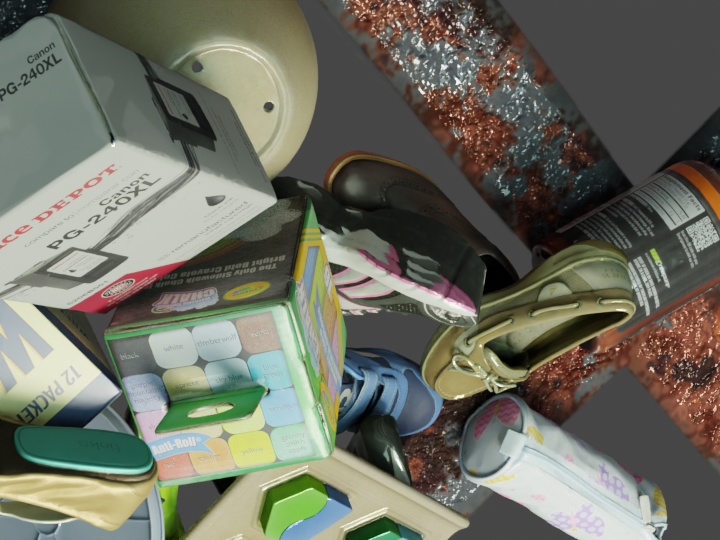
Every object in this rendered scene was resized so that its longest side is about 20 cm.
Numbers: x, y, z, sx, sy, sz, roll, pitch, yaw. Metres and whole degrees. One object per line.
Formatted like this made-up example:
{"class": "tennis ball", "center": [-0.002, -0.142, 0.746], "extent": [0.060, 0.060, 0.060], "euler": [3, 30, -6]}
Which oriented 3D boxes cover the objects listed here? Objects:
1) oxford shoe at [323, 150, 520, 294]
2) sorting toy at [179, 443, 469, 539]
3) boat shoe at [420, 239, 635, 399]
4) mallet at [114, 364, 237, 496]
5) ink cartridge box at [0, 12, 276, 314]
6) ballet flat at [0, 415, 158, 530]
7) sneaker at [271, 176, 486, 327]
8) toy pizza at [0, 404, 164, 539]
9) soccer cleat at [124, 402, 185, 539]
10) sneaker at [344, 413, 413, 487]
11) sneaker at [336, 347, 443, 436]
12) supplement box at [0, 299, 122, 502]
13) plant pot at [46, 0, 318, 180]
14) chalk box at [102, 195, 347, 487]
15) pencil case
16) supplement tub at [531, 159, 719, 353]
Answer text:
{"class": "oxford shoe", "center": [0.058, -0.026, 1.075], "extent": [0.200, 0.073, 0.071], "euler": [32, 95, -28]}
{"class": "sorting toy", "center": [-0.042, 0.218, 1.034], "extent": [0.185, 0.037, 0.200], "euler": [33, 113, -33]}
{"class": "boat shoe", "center": [0.125, 0.053, 1.058], "extent": [0.200, 0.063, 0.073], "euler": [-34, 133, 30]}
{"class": "mallet", "center": [-0.117, 0.129, 1.087], "extent": [0.066, 0.041, 0.200], "euler": [-34, 122, -3]}
{"class": "ink cartridge box", "center": [-0.159, -0.050, 0.774], "extent": [0.145, 0.200, 0.084], "euler": [-31, 75, 15]}
{"class": "ballet flat", "center": [-0.216, 0.115, 0.798], "extent": [0.199, 0.069, 0.063], "euler": [18, 116, -25]}
{"class": "sneaker", "center": [0.000, 0.000, 1.031], "extent": [0.080, 0.199, 0.087], "euler": [-49, 157, -46]}
{"class": "toy pizza", "center": [-0.218, 0.176, 0.998], "extent": [0.032, 0.199, 0.201], "euler": [-7, 118, -62]}
{"class": "soccer cleat", "center": [-0.169, 0.158, 1.039], "extent": [0.067, 0.081, 0.201], "euler": [-37, 139, -49]}
{"class": "sneaker", "center": [-0.009, 0.192, 1.101], "extent": [0.084, 0.075, 0.201], "euler": [-4, 135, -13]}
{"class": "sneaker", "center": [-0.014, 0.096, 1.088], "extent": [0.199, 0.082, 0.074], "euler": [19, 100, -29]}
{"class": "supplement box", "center": [-0.283, 0.023, 0.886], "extent": [0.134, 0.200, 0.200], "euler": [-42, 119, -3]}
{"class": "plant pot", "center": [-0.110, -0.124, 0.938], "extent": [0.199, 0.134, 0.201], "euler": [-8, 112, -19]}
{"class": "chalk box", "center": [-0.085, 0.056, 0.911], "extent": [0.124, 0.200, 0.124], "euler": [-9, 118, 10]}
{"class": "pencil case", "center": [0.176, 0.183, 1.191], "extent": [0.200, 0.091, 0.083], "euler": [33, 95, -27]}
{"class": "supplement tub", "center": [0.248, -0.021, 1.134], "extent": [0.199, 0.107, 0.107], "euler": [-28, 117, -10]}
